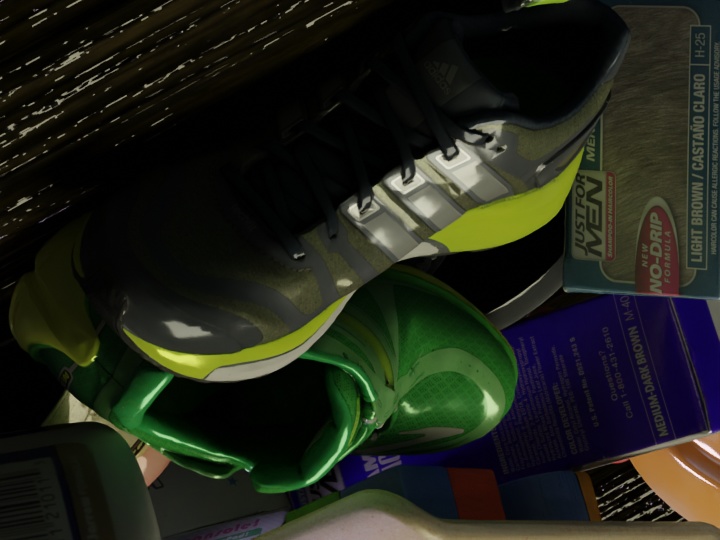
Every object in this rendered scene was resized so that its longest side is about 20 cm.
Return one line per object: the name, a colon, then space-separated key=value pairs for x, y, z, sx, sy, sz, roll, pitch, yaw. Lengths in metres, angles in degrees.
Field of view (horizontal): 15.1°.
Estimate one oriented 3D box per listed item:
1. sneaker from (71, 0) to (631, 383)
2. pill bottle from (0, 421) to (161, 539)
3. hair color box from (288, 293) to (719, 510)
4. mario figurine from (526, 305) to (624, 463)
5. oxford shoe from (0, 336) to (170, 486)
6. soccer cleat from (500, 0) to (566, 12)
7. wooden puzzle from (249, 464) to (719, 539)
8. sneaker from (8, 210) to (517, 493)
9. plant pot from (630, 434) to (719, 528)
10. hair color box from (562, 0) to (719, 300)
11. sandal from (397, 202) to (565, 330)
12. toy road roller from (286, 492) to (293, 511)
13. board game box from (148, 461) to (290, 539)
sneaker: x=0.000 y=-0.035 z=0.788 sx=0.199 sy=0.074 sz=0.081 roll=-29 pitch=161 yaw=-38
pill bottle: x=-0.159 y=0.114 z=0.793 sx=0.199 sy=0.117 sz=0.116 roll=-8 pitch=164 yaw=-14
hair color box: x=0.074 y=0.049 z=1.043 sx=0.199 sy=0.065 sz=0.109 roll=-22 pitch=173 yaw=38
mario figurine: x=0.068 y=0.060 z=1.455 sx=0.199 sy=0.107 sz=0.123 roll=-15 pitch=-158 yaw=-19
oxford shoe: x=-0.158 y=0.073 z=0.884 sx=0.199 sy=0.071 sz=0.074 roll=-34 pitch=148 yaw=3
soccer cleat: x=0.082 y=-0.119 z=0.607 sx=0.081 sy=0.068 sz=0.200 roll=-32 pitch=178 yaw=-23
wooden puzzle: x=0.008 y=0.112 z=0.972 sx=0.185 sy=0.047 sz=0.199 roll=-28 pitch=154 yaw=35
sneaker: x=-0.022 y=0.039 z=0.847 sx=0.199 sy=0.084 sz=0.074 roll=11 pitch=123 yaw=-45
plant pot: x=0.222 y=0.012 z=1.321 sx=0.199 sy=0.201 sz=0.184 roll=-28 pitch=154 yaw=-12
hair color box: x=0.140 y=-0.051 z=0.943 sx=0.060 sy=0.101 sz=0.200 roll=4 pitch=-171 yaw=31
sandal: x=0.000 y=0.001 z=0.932 sx=0.199 sy=0.076 sz=0.043 roll=-31 pitch=143 yaw=1
toy road roller: x=-0.041 y=0.215 z=1.614 sx=0.122 sy=0.147 sz=0.200 roll=-31 pitch=170 yaw=7
board game box: x=-0.124 y=0.129 z=1.034 sx=0.147 sy=0.065 sz=0.200 roll=-14 pitch=154 yaw=-25
